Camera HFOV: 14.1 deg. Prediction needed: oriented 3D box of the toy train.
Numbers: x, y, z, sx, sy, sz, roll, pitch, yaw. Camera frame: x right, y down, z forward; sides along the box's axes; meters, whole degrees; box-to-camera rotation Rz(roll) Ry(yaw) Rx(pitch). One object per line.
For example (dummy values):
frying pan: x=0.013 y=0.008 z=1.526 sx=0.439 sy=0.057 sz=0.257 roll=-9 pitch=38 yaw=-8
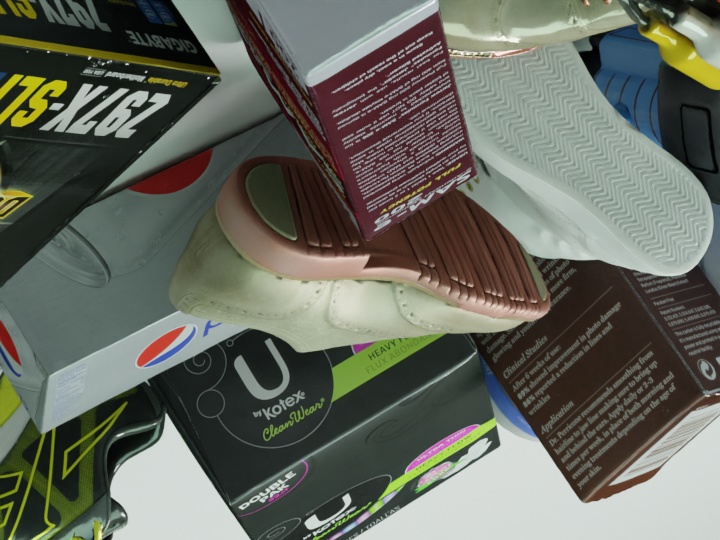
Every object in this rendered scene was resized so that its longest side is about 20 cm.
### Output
toy train: x=0.173 y=-0.085 z=1.397 sx=0.114 sy=0.087 sz=0.200 roll=-18 pitch=-160 yaw=-30

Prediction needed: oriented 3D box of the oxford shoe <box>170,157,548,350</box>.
oxford shoe: x=0.000 y=0.000 z=1.293 sx=0.199 sy=0.071 sz=0.074 roll=14 pitch=132 yaw=-41

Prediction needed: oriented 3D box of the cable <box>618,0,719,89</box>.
cable: x=0.114 y=-0.117 z=1.188 sx=0.199 sy=0.051 sz=0.097 roll=11 pitch=158 yaw=-28

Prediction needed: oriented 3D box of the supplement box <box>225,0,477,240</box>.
supplement box: x=-0.011 y=-0.097 z=1.147 sx=0.061 sy=0.109 sz=0.200 roll=-31 pitch=162 yaw=-3

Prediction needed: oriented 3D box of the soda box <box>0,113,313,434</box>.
soda box: x=-0.076 y=-0.007 z=1.334 sx=0.199 sy=0.068 sz=0.064 roll=-26 pitch=161 yaw=-21

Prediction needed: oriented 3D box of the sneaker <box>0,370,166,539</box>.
sneaker: x=-0.158 y=0.120 z=1.364 sx=0.075 sy=0.084 sz=0.201 roll=97 pitch=18 yaw=-70

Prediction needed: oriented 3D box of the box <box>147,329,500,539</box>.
box: x=-0.023 y=0.057 z=1.501 sx=0.148 sy=0.125 sz=0.200 roll=-32 pitch=162 yaw=-4

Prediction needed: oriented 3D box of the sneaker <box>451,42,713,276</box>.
sneaker: x=0.061 y=-0.067 z=1.341 sx=0.074 sy=0.200 sz=0.115 roll=-54 pitch=-153 yaw=-19

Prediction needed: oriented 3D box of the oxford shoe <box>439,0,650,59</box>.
oxford shoe: x=0.105 y=-0.136 z=1.259 sx=0.199 sy=0.071 sz=0.074 roll=-19 pitch=-167 yaw=-28

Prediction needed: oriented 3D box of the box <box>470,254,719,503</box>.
box: x=0.104 y=0.005 z=1.468 sx=0.100 sy=0.200 sz=0.075 roll=-45 pitch=162 yaw=34

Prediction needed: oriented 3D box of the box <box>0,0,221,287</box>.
box: x=-0.166 y=-0.048 z=1.106 sx=0.160 sy=0.049 sz=0.200 roll=-43 pitch=160 yaw=20

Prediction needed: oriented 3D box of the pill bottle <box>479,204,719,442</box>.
pill bottle: x=0.157 y=0.019 z=1.550 sx=0.200 sy=0.114 sz=0.114 roll=-19 pitch=176 yaw=44
